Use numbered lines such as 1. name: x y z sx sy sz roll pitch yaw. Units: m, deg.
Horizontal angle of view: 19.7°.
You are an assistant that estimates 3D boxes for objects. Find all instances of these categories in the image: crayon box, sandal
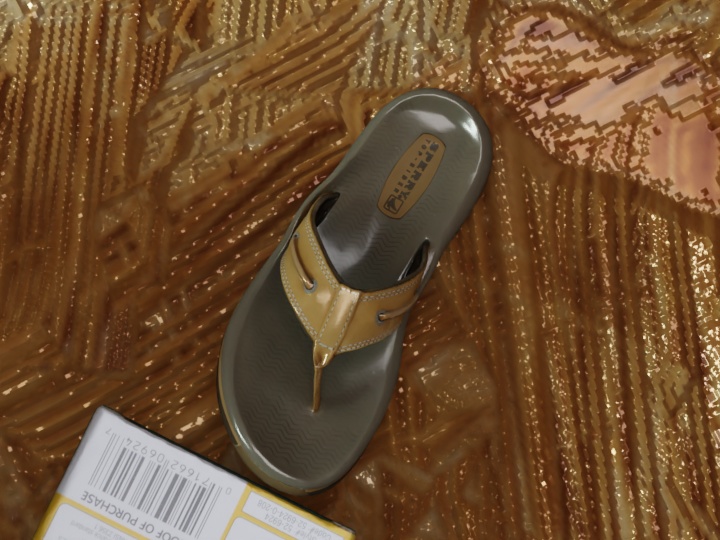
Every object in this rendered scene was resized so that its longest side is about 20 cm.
1. crayon box: -0.100 0.176 0.892 0.125 0.052 0.201 26 82 1
2. sandal: 0.000 0.000 0.904 0.080 0.054 0.201 29 72 0
